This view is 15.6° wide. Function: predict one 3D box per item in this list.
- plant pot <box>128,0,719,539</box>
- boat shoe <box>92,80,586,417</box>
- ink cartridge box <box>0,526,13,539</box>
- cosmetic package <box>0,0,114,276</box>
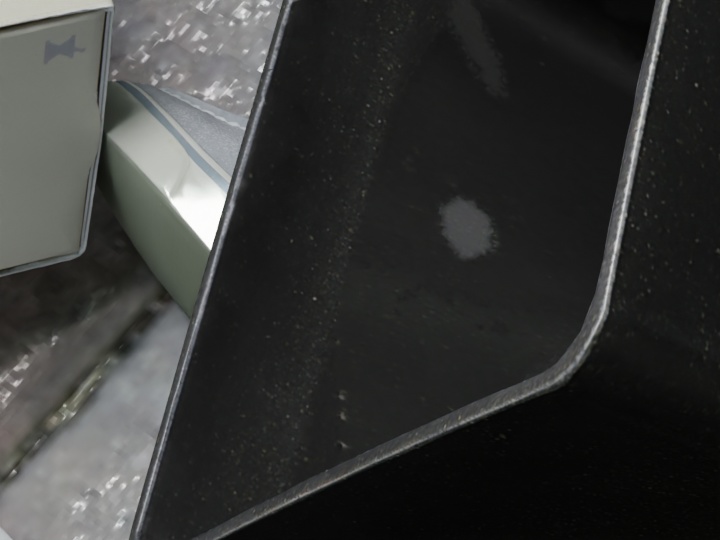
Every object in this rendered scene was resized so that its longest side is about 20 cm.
[{"bbox_3d":[0.087,-0.010,0.579,0.200,0.176,0.201,-32,38,57],"label":"plant pot"},{"bbox_3d":[0.000,0.000,0.717,0.071,0.070,0.201,-38,55,-19],"label":"boat shoe"},{"bbox_3d":[-0.187,0.090,0.656,0.104,0.199,0.060,39,121,37],"label":"ink cartridge box"},{"bbox_3d":[-0.143,-0.101,0.756,0.073,0.104,0.201,-13,53,-23],"label":"cosmetic package"}]
